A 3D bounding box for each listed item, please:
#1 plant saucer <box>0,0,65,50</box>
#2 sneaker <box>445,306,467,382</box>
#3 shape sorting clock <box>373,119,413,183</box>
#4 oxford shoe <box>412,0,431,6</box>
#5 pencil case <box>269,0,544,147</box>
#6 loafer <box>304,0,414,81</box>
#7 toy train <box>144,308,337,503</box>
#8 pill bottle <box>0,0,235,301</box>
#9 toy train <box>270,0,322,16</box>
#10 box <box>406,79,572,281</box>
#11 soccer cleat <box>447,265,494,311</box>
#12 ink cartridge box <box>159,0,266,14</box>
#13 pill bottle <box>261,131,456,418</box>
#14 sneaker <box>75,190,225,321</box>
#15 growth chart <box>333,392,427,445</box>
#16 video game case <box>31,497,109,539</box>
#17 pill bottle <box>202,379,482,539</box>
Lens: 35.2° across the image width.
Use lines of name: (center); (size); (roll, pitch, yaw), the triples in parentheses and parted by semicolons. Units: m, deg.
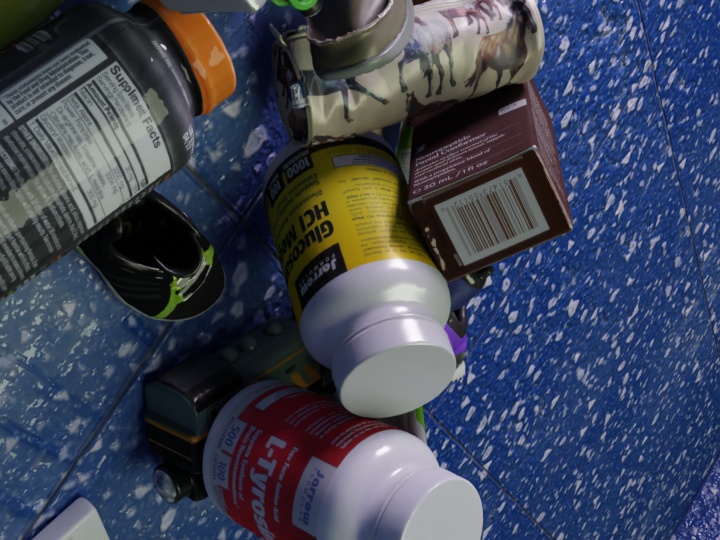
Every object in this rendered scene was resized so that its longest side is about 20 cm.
plant saucer: (-0.203, -0.201, 0.548); (0.199, 0.031, 0.202); (-37, 142, -37)
sneaker: (0.044, 0.065, 1.105); (0.199, 0.069, 0.101); (-13, 118, -57)
shape sorting clock: (0.058, -0.098, 1.011); (0.199, 0.039, 0.202); (-29, 133, -36)
oxford shoe: (0.036, -0.206, 0.866); (0.071, 0.071, 0.202); (-3, 118, -57)
pencil case: (0.034, -0.154, 0.816); (0.197, 0.078, 0.090); (-18, 137, -10)
loafer: (-0.007, -0.205, 0.748); (0.070, 0.074, 0.202); (58, 27, -44)
toy train: (-0.090, 0.106, 0.919); (0.199, 0.085, 0.116); (-30, 128, -42)
pill bottle: (-0.163, -0.072, 0.614); (0.199, 0.106, 0.107); (-39, 143, -20)
toy train: (-0.073, -0.232, 0.640); (0.056, 0.042, 0.200); (-46, 122, -10)
box: (0.095, -0.084, 0.853); (0.076, 0.099, 0.201); (60, 17, -22)
soccer cleat: (0.069, -0.023, 0.946); (0.083, 0.065, 0.201); (-37, -166, 20)
ink cartridge box: (-0.088, -0.242, 0.533); (0.200, 0.083, 0.146); (48, 66, -40)
pill bottle: (0.000, 0.000, 0.827); (0.111, 0.202, 0.113); (-12, 142, -10)
sneaker: (-0.135, -0.006, 0.752); (0.072, 0.082, 0.200); (-56, 149, -8)
growth chart: (0.009, 0.105, 0.929); (0.017, 0.200, 0.147); (1, 74, -20)
video game case: (-0.259, 0.296, 0.866); (0.200, 0.024, 0.184); (-42, 144, -30)
pill bottle: (-0.014, 0.156, 0.805); (0.111, 0.199, 0.114); (-14, 111, -41)
